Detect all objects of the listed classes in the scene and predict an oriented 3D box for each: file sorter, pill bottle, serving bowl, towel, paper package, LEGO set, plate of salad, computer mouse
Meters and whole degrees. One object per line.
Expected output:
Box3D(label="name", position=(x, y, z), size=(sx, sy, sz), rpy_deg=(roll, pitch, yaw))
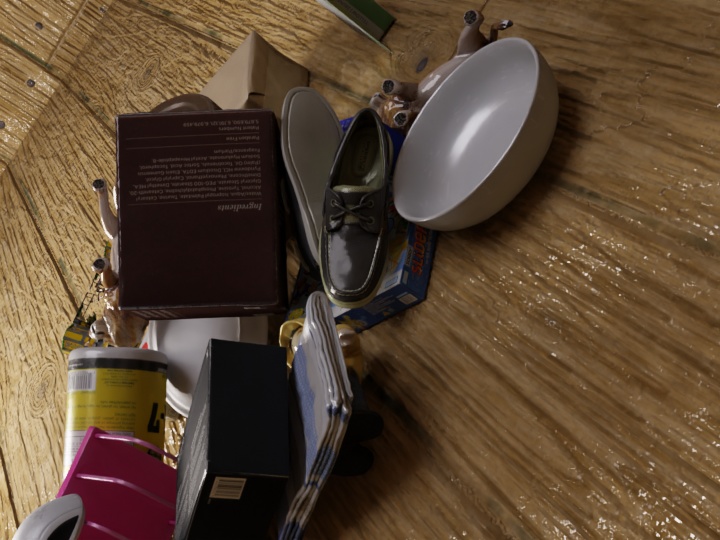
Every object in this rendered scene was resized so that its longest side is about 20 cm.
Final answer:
Box3D(label="file sorter", position=(-0.240, 0.283, 1.311), size=(0.125, 0.139, 0.201), rpy_deg=(-6, 56, 54))
Box3D(label="pill bottle", position=(-0.278, 0.191, 1.442), size=(0.114, 0.114, 0.201), rpy_deg=(-13, 73, 55))
Box3D(label="serving bowl", position=(0.118, -0.118, 1.204), size=(0.200, 0.066, 0.201), rpy_deg=(-42, 29, 30))
Box3D(label="towel", position=(-0.051, 0.135, 1.124), size=(0.147, 0.024, 0.201), rpy_deg=(-105, 26, -47))
Box3D(label="paper package", position=(-0.170, -0.196, 1.754), size=(0.200, 0.103, 0.191), rpy_deg=(-44, 29, 28))
Box3D(label="LEGO set", position=(-0.288, 0.064, 1.635), size=(0.154, 0.115, 0.201), rpy_deg=(95, -166, -56))
Box3D(label="plate of salad", position=(-0.173, 0.073, 1.478), size=(0.199, 0.048, 0.201), rpy_deg=(-5, 83, 39))
Box3D(label="computer mouse", position=(-0.337, 0.305, 1.247), size=(0.109, 0.044, 0.201), rpy_deg=(4, 65, 56))

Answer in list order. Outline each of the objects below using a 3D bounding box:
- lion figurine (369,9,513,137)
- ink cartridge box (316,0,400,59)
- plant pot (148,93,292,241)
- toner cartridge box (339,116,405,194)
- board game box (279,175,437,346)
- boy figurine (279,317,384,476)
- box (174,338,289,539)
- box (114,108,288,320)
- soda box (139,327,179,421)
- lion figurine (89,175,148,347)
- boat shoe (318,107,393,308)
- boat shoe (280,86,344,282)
Box3D(label="lion figurine", position=(0.089, -0.200, 1.344), size=(0.199, 0.073, 0.122), rpy_deg=(-29, -8, 20))
Box3D(label="ink cartridge box", position=(-0.020, -0.342, 1.602), size=(0.048, 0.145, 0.200), rpy_deg=(-54, 26, 5))
Box3D(label="plant pot", position=(-0.191, -0.113, 1.536), size=(0.199, 0.175, 0.201), rpy_deg=(-16, 44, 16))
Box3D(label="toner cartridge box", position=(-0.016, -0.117, 1.405), size=(0.200, 0.095, 0.043), rpy_deg=(-7, 55, 59))
Box3D(label="board game box", position=(0.000, 0.000, 1.315), size=(0.200, 0.034, 0.136), rpy_deg=(-30, 38, 44))
Box3D(label="boy figurine", position=(-0.029, 0.101, 1.202), size=(0.200, 0.064, 0.125), rpy_deg=(-115, 36, -55))
Box3D(label="box", position=(-0.122, 0.180, 1.178), size=(0.200, 0.078, 0.142), rpy_deg=(112, 158, -47))
Box3D(label="box", position=(-0.162, -0.054, 1.338), size=(0.166, 0.163, 0.201), rpy_deg=(95, 173, -84))
Box3D(label="soda box", position=(-0.226, 0.085, 1.586), size=(0.068, 0.064, 0.201), rpy_deg=(-9, 52, 57))
Box3D(label="lion figurine", position=(-0.279, -0.013, 1.508), size=(0.123, 0.072, 0.201), rpy_deg=(85, -174, -61))
Box3D(label="boat shoe", position=(-0.006, -0.065, 1.232), size=(0.071, 0.066, 0.202), rpy_deg=(3, 65, 10))
Box3D(label="boat shoe", position=(-0.047, -0.087, 1.304), size=(0.060, 0.074, 0.201), rpy_deg=(-34, 69, 61))
